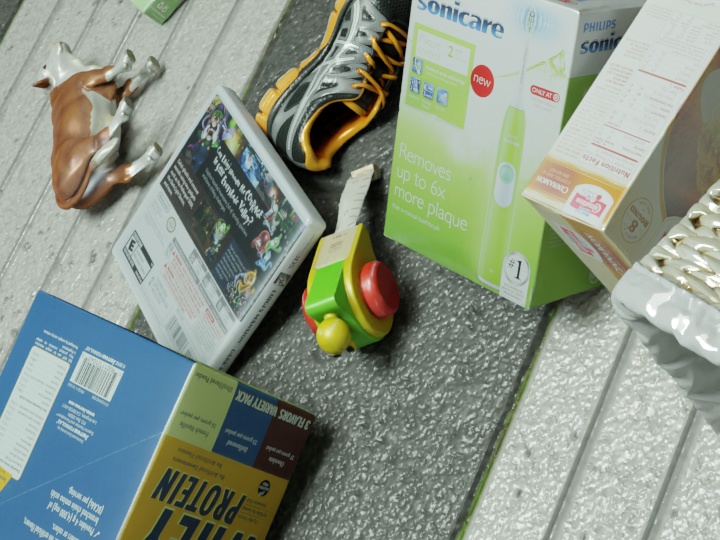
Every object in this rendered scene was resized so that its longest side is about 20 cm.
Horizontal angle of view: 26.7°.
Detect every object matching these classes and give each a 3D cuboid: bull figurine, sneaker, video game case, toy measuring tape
[{"bbox_3d":[-0.246,-0.144,1.403,0.121,0.065,0.202,-30,50,23],"label":"bull figurine"},{"bbox_3d":[0.001,-0.163,1.228,0.201,0.078,0.077,-52,44,13],"label":"sneaker"},{"bbox_3d":[-0.121,-0.025,1.234,0.183,0.023,0.201,-54,43,19],"label":"video game case"},{"bbox_3d":[0.000,0.000,1.147,0.073,0.074,0.201,-21,30,25],"label":"toy measuring tape"}]

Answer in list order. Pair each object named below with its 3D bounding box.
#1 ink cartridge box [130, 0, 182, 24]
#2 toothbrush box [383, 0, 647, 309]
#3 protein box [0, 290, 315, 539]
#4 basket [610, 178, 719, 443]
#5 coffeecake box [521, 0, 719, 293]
[{"bbox_3d":[-0.177,-0.359,1.464,0.200,0.048,0.146,-46,71,6],"label":"ink cartridge box"},{"bbox_3d":[0.102,-0.098,1.023,0.145,0.085,0.203,29,120,40],"label":"toothbrush box"},{"bbox_3d":[-0.175,0.151,1.099,0.197,0.134,0.202,19,83,43],"label":"protein box"},{"bbox_3d":[0.276,0.041,0.804,0.161,0.200,0.198,-50,46,-4],"label":"basket"},{"bbox_3d":[0.212,-0.082,0.958,0.073,0.153,0.201,28,82,44],"label":"coffeecake box"}]
